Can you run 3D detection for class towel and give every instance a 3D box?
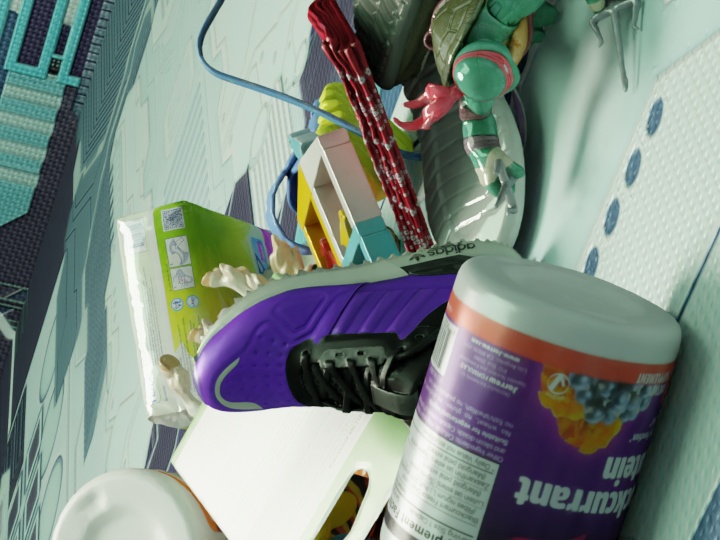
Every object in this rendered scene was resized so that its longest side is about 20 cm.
[{"bbox_3d":[0.013,-0.067,1.511,0.145,0.022,0.200,-110,-1,-72],"label":"towel"}]

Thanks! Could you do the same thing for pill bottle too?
[{"bbox_3d":[0.074,0.103,1.175,0.111,0.111,0.200,-123,47,-71],"label":"pill bottle"},{"bbox_3d":[-0.107,0.192,1.625,0.200,0.114,0.114,18,-96,-63],"label":"pill bottle"}]

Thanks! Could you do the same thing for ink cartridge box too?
[{"bbox_3d":[-0.028,0.111,1.457,0.146,0.048,0.200,-60,40,14],"label":"ink cartridge box"}]

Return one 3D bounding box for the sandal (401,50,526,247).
[{"bbox_3d":[0.073,-0.083,1.487,0.082,0.050,0.203,-45,44,38],"label":"sandal"}]

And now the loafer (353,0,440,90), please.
[{"bbox_3d":[0.052,-0.193,1.466,0.075,0.070,0.200,-115,37,-45],"label":"loafer"}]

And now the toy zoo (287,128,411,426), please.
[{"bbox_3d":[0.000,0.000,1.514,0.131,0.020,0.200,106,143,-67],"label":"toy zoo"}]

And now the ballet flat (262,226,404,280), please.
[{"bbox_3d":[-0.031,0.010,1.759,0.200,0.072,0.068,140,142,-68],"label":"ballet flat"}]

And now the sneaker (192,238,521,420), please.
[{"bbox_3d":[0.005,0.048,1.364,0.100,0.200,0.070,-108,0,-50],"label":"sneaker"}]

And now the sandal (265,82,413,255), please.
[{"bbox_3d":[-0.020,-0.069,1.683,0.087,0.079,0.200,-50,2,20],"label":"sandal"}]

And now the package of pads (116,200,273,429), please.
[{"bbox_3d":[-0.105,0.040,1.777,0.200,0.068,0.155,18,-120,-70],"label":"package of pads"}]

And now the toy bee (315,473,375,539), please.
[{"bbox_3d":[-0.035,0.194,1.531,0.200,0.109,0.131,-115,40,-70],"label":"toy bee"}]

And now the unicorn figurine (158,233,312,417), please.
[{"bbox_3d":[-0.059,0.075,1.601,0.074,0.137,0.200,-42,-14,-32],"label":"unicorn figurine"}]

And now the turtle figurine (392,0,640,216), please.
[{"bbox_3d":[0.087,-0.129,1.371,0.150,0.101,0.200,-52,13,30],"label":"turtle figurine"}]

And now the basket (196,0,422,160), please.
[{"bbox_3d":[0.008,-0.190,1.608,0.139,0.176,0.200,97,-162,-82],"label":"basket"}]
